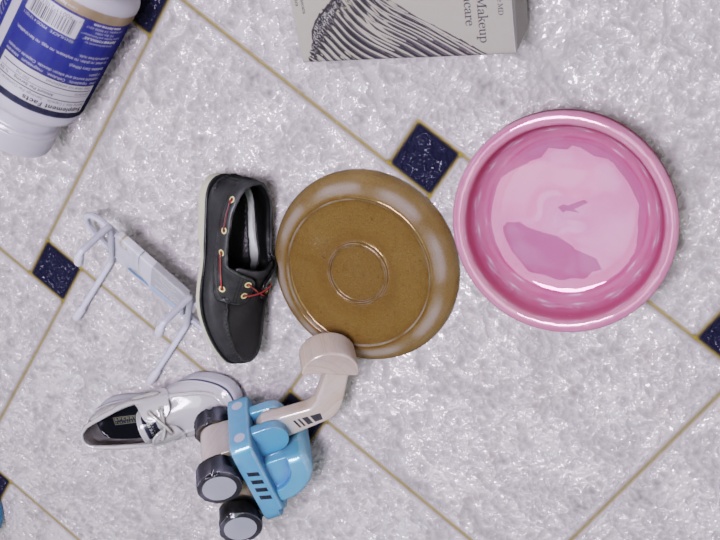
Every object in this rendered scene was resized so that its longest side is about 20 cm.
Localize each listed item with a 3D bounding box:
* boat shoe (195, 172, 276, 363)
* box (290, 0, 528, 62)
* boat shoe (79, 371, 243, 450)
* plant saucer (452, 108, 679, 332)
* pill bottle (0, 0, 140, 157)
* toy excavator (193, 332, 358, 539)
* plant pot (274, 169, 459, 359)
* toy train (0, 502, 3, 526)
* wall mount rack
[{"bbox_3d":[-0.124,0.003,0.955,0.063,0.073,0.204,12,109,39],"label":"boat shoe"},{"bbox_3d":[0.042,-0.234,0.816,0.198,0.069,0.083,1,125,20],"label":"box"},{"bbox_3d":[-0.228,0.165,1.053,0.198,0.066,0.073,-9,107,21],"label":"boat shoe"},{"bbox_3d":[0.185,-0.046,0.845,0.198,0.051,0.203,7,110,18],"label":"plant saucer"},{"bbox_3d":[-0.312,-0.218,0.931,0.116,0.116,0.200,41,116,3],"label":"pill bottle"},{"bbox_3d":[-0.081,0.168,0.984,0.198,0.100,0.196,-19,125,1],"label":"toy excavator"},{"bbox_3d":[0.000,0.000,0.940,0.198,0.027,0.202,6,109,19],"label":"plant pot"},{"bbox_3d":[-0.519,0.388,1.232,0.114,0.085,0.202,-3,107,6],"label":"toy train"},{"bbox_3d":[-0.248,0.036,1.020,0.200,0.075,0.174,40,154,5],"label":"wall mount rack"}]
